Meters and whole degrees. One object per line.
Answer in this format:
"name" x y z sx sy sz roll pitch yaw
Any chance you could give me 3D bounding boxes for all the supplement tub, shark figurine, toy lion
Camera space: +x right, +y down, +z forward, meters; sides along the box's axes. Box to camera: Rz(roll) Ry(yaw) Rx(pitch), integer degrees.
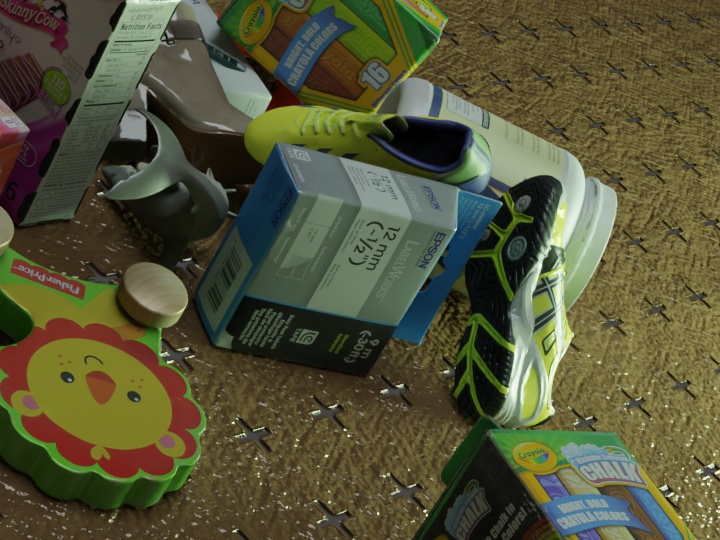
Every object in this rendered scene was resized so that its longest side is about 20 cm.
"supplement tub" 0.094 -0.055 1.598 0.199 0.145 0.145 25 28 -10
"shark figurine" -0.133 -0.035 1.388 0.128 0.090 0.214 31 -9 -8
"toy lion" -0.192 0.061 1.228 0.199 0.069 0.192 22 36 -15

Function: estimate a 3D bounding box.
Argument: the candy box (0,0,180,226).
"candy box" -0.226 -0.151 1.381 0.136 0.200 0.061 43 30 23

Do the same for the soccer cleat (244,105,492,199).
"soccer cleat" 0.004 -0.101 1.472 0.199 0.084 0.065 11 67 17

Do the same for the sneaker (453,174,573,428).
"sneaker" 0.126 0.025 1.501 0.076 0.201 0.075 23 -15 -38

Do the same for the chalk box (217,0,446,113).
"chalk box" -0.039 -0.234 1.713 0.200 0.125 0.124 40 16 -6

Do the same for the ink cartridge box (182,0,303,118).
"ink cartridge box" -0.129 -0.196 1.723 0.173 0.044 0.200 5 37 -38

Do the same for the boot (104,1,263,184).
"boot" -0.139 -0.150 1.567 0.199 0.070 0.147 8 56 -21

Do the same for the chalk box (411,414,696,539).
"chalk box" 0.123 0.183 1.257 0.124 0.125 0.200 6 38 -39

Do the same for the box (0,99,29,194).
"box" -0.335 -0.116 1.329 0.200 0.095 0.102 45 31 25

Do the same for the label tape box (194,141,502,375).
"label tape box" 0.000 0.000 1.415 0.199 0.144 0.066 14 32 -29
